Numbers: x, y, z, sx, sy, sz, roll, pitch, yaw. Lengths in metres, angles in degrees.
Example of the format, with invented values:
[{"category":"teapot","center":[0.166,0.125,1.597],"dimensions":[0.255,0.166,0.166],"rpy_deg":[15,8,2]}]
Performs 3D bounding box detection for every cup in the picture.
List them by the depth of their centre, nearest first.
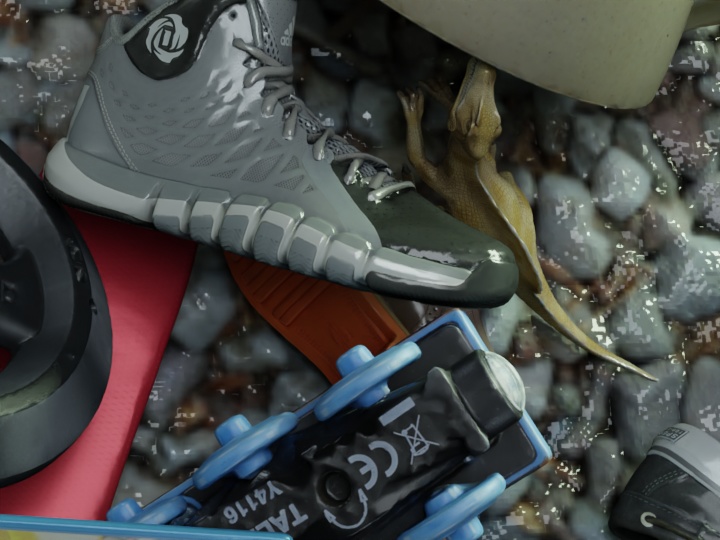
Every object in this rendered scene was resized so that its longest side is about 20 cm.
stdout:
[{"category":"cup","center":[0.072,-0.182,0.970],"dimensions":[0.200,0.200,0.144],"rpy_deg":[28,111,-7]}]

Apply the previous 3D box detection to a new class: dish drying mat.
[{"category":"dish drying mat","center":[-0.128,0.054,0.961],"dimensions":[0.077,0.018,0.201],"rpy_deg":[20,70,-5]}]

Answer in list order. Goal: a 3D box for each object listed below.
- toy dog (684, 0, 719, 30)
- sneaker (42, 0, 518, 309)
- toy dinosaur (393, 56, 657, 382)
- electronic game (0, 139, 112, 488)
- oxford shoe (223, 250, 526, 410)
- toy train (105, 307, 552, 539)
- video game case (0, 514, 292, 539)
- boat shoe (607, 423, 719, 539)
[{"category":"toy dog","center":[0.190,-0.224,1.051],"dimensions":[0.139,0.194,0.201],"rpy_deg":[-8,82,-6]},{"category":"sneaker","center":[-0.024,-0.059,0.918],"dimensions":[0.199,0.075,0.116],"rpy_deg":[16,90,14]},{"category":"toy dinosaur","center":[0.056,-0.019,1.001],"dimensions":[0.058,0.200,0.101],"rpy_deg":[-35,44,-4]},{"category":"electronic game","center":[-0.183,-0.002,0.894],"dimensions":[0.200,0.042,0.200],"rpy_deg":[26,40,-24]},{"category":"oxford shoe","center":[0.000,0.000,0.998],"dimensions":[0.073,0.071,0.200],"rpy_deg":[-25,84,-43]},{"category":"toy train","center":[-0.021,0.091,0.896],"dimensions":[0.200,0.114,0.087],"rpy_deg":[-34,87,9]},{"category":"video game case","center":[-0.101,0.189,0.820],"dimensions":[0.143,0.018,0.201],"rpy_deg":[4,87,-5]},{"category":"boat shoe","center":[0.192,0.150,1.004],"dimensions":[0.200,0.069,0.057],"rpy_deg":[41,75,5]}]
